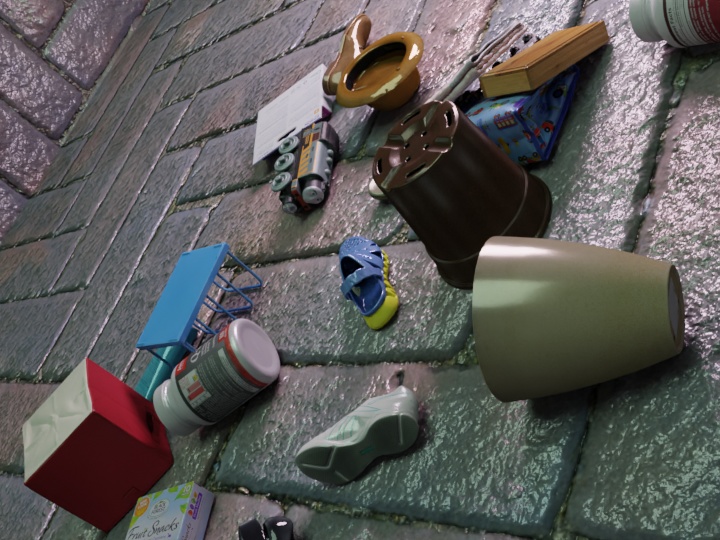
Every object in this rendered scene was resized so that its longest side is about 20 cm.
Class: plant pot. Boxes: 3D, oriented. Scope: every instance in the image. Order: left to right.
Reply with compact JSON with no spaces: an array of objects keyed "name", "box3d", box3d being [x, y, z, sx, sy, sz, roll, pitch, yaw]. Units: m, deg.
[{"name":"plant pot","box3d":[0.131,-0.114,1.296,0.198,0.198,0.203,-30,37,25]},{"name":"plant pot","box3d":[0.247,0.049,1.028,0.196,0.188,0.190,-5,51,30]}]

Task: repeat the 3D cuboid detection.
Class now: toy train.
[{"name":"toy train","box3d":[-0.102,-0.196,1.780,0.112,0.086,0.203,-18,43,25]},{"name":"toy train","box3d":[0.223,-0.311,1.546,0.200,0.034,0.046,-43,43,11]}]

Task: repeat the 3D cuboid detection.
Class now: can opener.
[{"name":"can opener","box3d":[-0.091,0.389,1.180,0.077,0.064,0.200,-25,40,-13]}]

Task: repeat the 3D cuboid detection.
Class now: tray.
[{"name":"tray","box3d":[0.276,-0.318,1.399,0.199,0.038,0.098,-36,22,-33]}]

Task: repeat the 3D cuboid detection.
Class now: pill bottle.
[{"name":"pill bottle","box3d":[-0.235,0.177,1.515,0.199,0.116,0.117,-36,34,19]},{"name":"pill bottle","box3d":[0.459,-0.356,1.227,0.198,0.113,0.114,7,61,53]}]

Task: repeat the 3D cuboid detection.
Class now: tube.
[{"name":"tube","box3d":[-0.375,0.184,1.749,0.202,0.050,0.077,-59,29,-6]}]

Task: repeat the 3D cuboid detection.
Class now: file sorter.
[{"name":"file sorter","box3d":[-0.280,0.076,1.669,0.137,0.122,0.203,-11,48,45]}]

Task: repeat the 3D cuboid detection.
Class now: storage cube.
[{"name":"storage cube","box3d":[-0.453,0.298,1.596,0.200,0.180,0.171,-44,32,5]}]

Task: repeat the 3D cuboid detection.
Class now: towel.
[{"name":"towel","box3d":[0.165,-0.307,1.502,0.191,0.032,0.200,-40,4,46]}]

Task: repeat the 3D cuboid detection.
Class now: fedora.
[{"name":"fedora","box3d":[0.048,-0.358,1.760,0.198,0.082,0.203,-26,39,23]}]

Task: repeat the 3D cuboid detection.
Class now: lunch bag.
[{"name":"lunch bag","box3d":[0.238,-0.250,1.424,0.149,0.094,0.201,-10,37,47]}]

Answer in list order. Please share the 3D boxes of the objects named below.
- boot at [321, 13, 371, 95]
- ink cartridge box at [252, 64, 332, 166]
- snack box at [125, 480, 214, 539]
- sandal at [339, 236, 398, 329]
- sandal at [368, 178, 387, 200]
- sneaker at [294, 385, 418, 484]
[{"name":"boot","box3d":[-0.007,-0.447,1.950,0.074,0.074,0.203,9,66,32]},{"name":"ink cartridge box","box3d":[-0.143,-0.321,1.993,0.194,0.043,0.203,-30,39,26]},{"name":"snack box","box3d":[-0.302,0.429,1.394,0.141,0.053,0.203,-22,41,35]},{"name":"sandal","box3d":[0.000,0.000,1.443,0.079,0.087,0.201,-43,31,11]},{"name":"sandal","box3d":[0.089,-0.194,1.560,0.200,0.057,0.081,-36,34,20]},{"name":"sneaker","box3d":[0.000,0.220,1.244,0.198,0.071,0.081,-28,22,25]}]
